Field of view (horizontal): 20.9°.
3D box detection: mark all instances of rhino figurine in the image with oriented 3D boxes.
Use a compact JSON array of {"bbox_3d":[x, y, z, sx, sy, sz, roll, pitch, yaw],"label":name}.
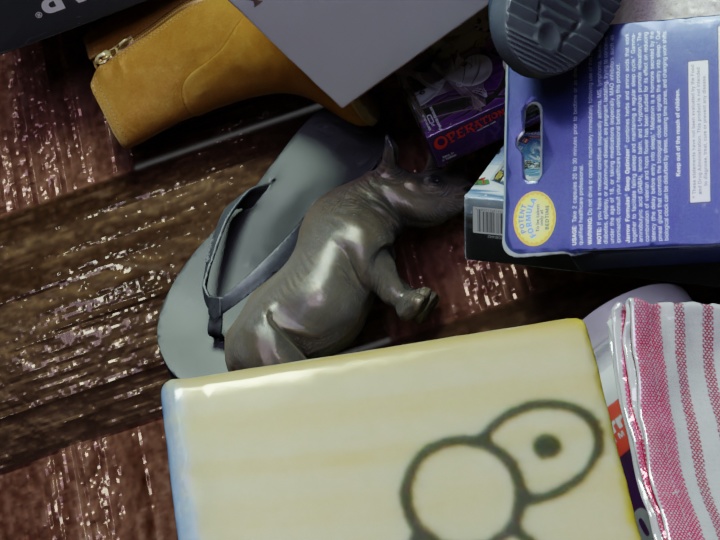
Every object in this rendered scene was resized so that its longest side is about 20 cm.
[{"bbox_3d":[0.000,0.000,1.087,0.087,0.060,0.201,32,74,9],"label":"rhino figurine"}]

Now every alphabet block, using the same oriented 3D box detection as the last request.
[{"bbox_3d":[0.021,0.158,0.911,0.198,0.197,0.197,-7,63,-5],"label":"alphabet block"}]

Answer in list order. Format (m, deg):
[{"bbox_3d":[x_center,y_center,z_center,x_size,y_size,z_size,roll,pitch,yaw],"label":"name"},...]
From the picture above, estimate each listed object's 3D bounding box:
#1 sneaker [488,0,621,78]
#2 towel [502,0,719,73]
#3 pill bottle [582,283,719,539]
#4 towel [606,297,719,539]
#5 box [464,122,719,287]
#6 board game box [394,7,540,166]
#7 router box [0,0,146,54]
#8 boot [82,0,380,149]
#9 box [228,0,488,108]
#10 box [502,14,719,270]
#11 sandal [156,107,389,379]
[{"bbox_3d":[0.095,-0.176,0.998,0.082,0.070,0.201,-19,45,51],"label":"sneaker"},{"bbox_3d":[0.155,-0.193,1.037,0.132,0.034,0.202,8,78,33],"label":"towel"},{"bbox_3d":[0.174,0.108,0.963,0.112,0.113,0.201,-27,60,1],"label":"pill bottle"},{"bbox_3d":[0.221,0.076,0.907,0.198,0.030,0.147,-1,55,-11],"label":"towel"},{"bbox_3d":[0.167,-0.038,1.036,0.198,0.040,0.137,7,27,19],"label":"box"},{"bbox_3d":[0.068,-0.152,1.138,0.119,0.032,0.201,-21,43,0],"label":"board game box"},{"bbox_3d":[-0.146,-0.219,1.214,0.198,0.051,0.150,-20,35,7],"label":"router box"},{"bbox_3d":[-0.083,-0.113,1.168,0.144,0.071,0.202,-37,48,3],"label":"boot"},{"bbox_3d":[0.011,-0.209,1.088,0.124,0.097,0.201,-32,30,30],"label":"box"},{"bbox_3d":[0.169,-0.065,0.956,0.198,0.032,0.122,-2,74,17],"label":"box"},{"bbox_3d":[-0.056,-0.019,1.130,0.076,0.043,0.201,24,73,25],"label":"sandal"}]
